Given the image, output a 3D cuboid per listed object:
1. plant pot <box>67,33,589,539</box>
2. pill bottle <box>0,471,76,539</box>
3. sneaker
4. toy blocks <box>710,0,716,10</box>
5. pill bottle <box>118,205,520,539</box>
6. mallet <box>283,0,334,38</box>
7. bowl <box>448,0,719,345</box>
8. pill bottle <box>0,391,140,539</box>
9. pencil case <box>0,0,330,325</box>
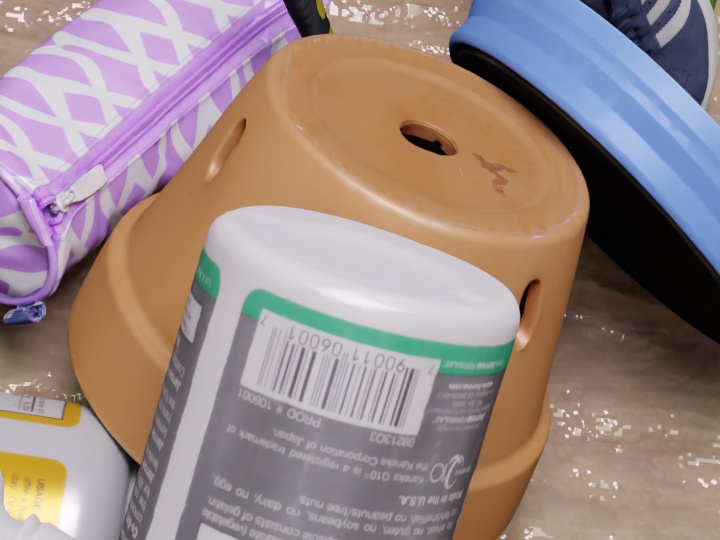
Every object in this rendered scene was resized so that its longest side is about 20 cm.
[{"bbox_3d":[0.000,0.000,1.020,0.200,0.140,0.200,19,29,-12],"label":"plant pot"},{"bbox_3d":[-0.195,0.087,0.889,0.200,0.114,0.114,33,63,-2],"label":"pill bottle"},{"bbox_3d":[0.103,-0.122,1.120,0.075,0.200,0.085,6,44,29],"label":"sneaker"},{"bbox_3d":[0.105,-0.205,1.169,0.137,0.200,0.100,12,60,10],"label":"toy blocks"},{"bbox_3d":[-0.025,0.088,0.894,0.113,0.113,0.200,17,102,-1],"label":"pill bottle"},{"bbox_3d":[-0.015,-0.105,1.091,0.041,0.200,0.066,3,56,16],"label":"mallet"},{"bbox_3d":[0.114,-0.041,1.081,0.039,0.201,0.201,-44,77,-4],"label":"bowl"},{"bbox_3d":[-0.153,0.102,1.006,0.200,0.113,0.113,9,63,-5],"label":"pill bottle"},{"bbox_3d":[-0.103,-0.068,1.095,0.084,0.085,0.200,54,51,-15],"label":"pencil case"}]
